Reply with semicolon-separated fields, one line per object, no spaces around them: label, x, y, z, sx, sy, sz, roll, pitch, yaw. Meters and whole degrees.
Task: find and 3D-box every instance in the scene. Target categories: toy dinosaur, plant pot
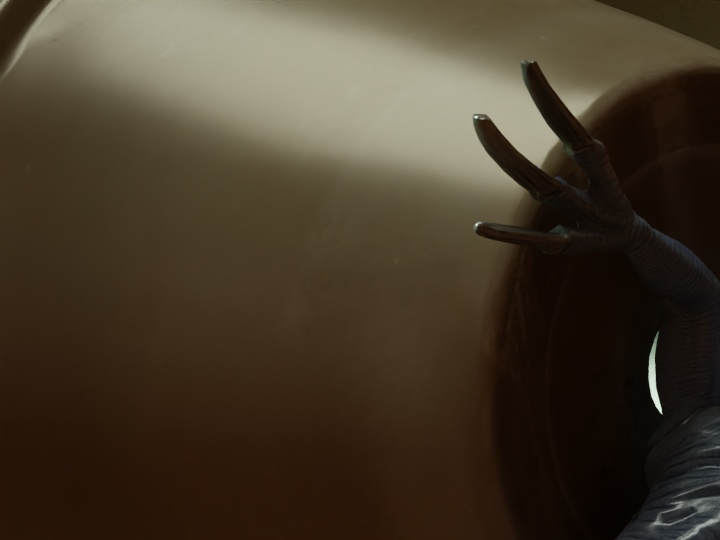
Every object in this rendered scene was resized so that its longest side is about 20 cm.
toy dinosaur;0.096;0.046;0.473;0.181;0.200;0.105;-42;43;-9
plant pot;0.010;0.011;0.562;0.199;0.202;0.173;-20;16;-38

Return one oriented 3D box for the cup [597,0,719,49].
cup;0.071;-0.020;0.851;0.199;0.144;0.201;-15;31;9

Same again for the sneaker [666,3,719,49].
sneaker;0.183;-0.065;0.974;0.199;0.093;0.076;26;-40;-34
